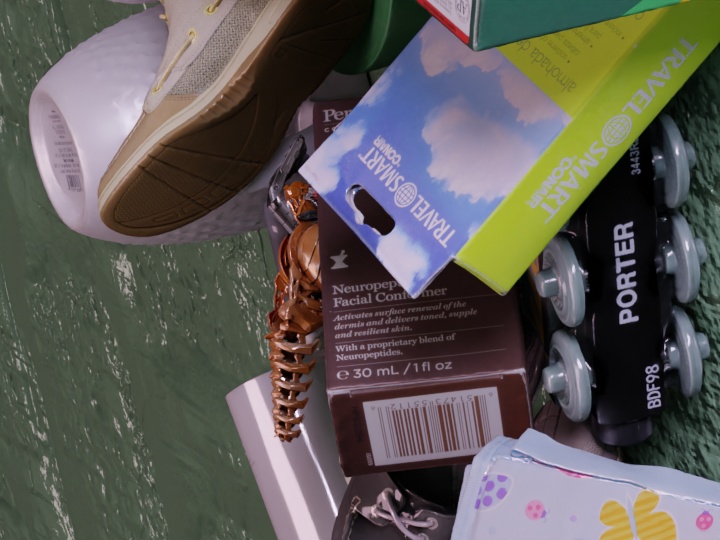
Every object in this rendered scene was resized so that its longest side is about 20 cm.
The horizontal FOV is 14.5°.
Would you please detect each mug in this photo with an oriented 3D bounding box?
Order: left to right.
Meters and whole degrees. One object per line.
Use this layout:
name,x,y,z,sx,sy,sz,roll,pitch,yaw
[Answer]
mug,-0.090,-0.083,1.671,0.200,0.175,0.148,30,133,60

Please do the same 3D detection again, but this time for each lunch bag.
lunch bag,0.127,0.182,1.340,0.169,0.127,0.200,13,121,28

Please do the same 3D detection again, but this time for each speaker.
speaker,-0.017,0.156,1.798,0.200,0.081,0.081,69,158,12

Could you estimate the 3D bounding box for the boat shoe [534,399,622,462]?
boat shoe,0.109,0.117,1.486,0.073,0.075,0.200,29,167,-4

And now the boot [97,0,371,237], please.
boot,-0.094,-0.131,1.567,0.200,0.072,0.155,-48,50,20

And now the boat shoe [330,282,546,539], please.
boat shoe,0.042,0.092,1.483,0.067,0.200,0.057,31,174,5

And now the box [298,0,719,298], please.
box,0.074,-0.084,1.281,0.048,0.200,0.122,34,-171,-42

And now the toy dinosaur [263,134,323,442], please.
toy dinosaur,0.000,0.000,1.559,0.200,0.136,0.102,-62,11,1

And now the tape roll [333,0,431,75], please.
tape roll,-0.009,-0.209,1.557,0.200,0.048,0.201,48,147,46

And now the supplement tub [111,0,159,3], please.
supplement tub,-0.140,-0.272,1.704,0.123,0.122,0.200,110,150,-56

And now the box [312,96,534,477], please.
box,0.031,0.002,1.438,0.075,0.100,0.200,80,-176,-47

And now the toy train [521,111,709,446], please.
toy train,0.114,-0.017,1.370,0.114,0.085,0.200,-118,18,-60

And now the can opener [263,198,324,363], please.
can opener,-0.026,-0.005,1.688,0.200,0.053,0.067,79,177,-61

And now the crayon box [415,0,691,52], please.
crayon box,0.077,-0.173,1.209,0.200,0.172,0.058,47,143,49

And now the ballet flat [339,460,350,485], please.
ballet flat,0.019,0.104,1.597,0.200,0.071,0.071,-83,-15,-70
